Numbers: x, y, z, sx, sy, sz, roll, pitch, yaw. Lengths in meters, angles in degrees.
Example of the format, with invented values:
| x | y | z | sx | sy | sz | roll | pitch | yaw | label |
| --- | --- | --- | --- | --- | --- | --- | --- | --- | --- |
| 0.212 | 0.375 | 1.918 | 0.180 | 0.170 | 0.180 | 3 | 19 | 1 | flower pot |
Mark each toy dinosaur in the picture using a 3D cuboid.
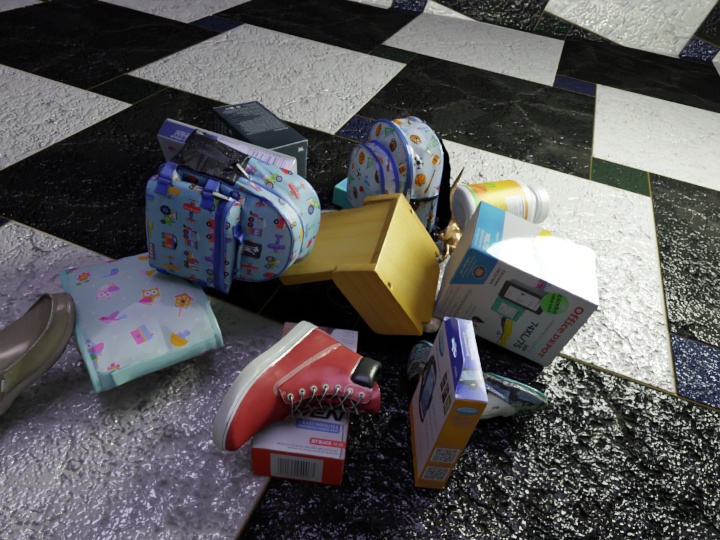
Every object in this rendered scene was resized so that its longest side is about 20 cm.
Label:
| x | y | z | sx | sy | sz | roll | pitch | yaw | label |
| --- | --- | --- | --- | --- | --- | --- | --- | --- | --- |
| 0.164 | -0.081 | 0.987 | 0.105 | 0.060 | 0.202 | -11 | 79 | 14 | toy dinosaur |

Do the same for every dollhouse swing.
| x | y | z | sx | sy | sz | roll | pitch | yaw | label |
| --- | --- | --- | --- | --- | --- | --- | --- | --- | --- |
| 0.000 | 0.000 | 0.820 | 0.175 | 0.182 | 0.201 | -22 | 30 | 30 | dollhouse swing |

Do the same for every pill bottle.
| x | y | z | sx | sy | sz | roll | pitch | yaw | label |
| --- | --- | --- | --- | --- | --- | --- | --- | --- | --- |
| 0.274 | -0.122 | 1.048 | 0.198 | 0.112 | 0.111 | -10 | 43 | -21 | pill bottle |

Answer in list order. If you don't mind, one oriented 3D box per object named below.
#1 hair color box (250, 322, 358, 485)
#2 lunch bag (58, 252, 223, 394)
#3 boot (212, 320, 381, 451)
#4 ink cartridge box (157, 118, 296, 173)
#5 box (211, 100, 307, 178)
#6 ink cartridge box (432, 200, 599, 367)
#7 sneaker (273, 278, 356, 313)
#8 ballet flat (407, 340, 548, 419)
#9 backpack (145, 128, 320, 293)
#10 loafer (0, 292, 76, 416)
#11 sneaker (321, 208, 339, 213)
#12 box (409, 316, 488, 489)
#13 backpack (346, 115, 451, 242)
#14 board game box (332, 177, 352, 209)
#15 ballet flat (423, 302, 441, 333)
| x | y | z | sx | sy | sz | roll | pitch | yaw | label |
| --- | --- | --- | --- | --- | --- | --- | --- | --- | --- |
| -0.066 | 0.165 | 0.683 | 0.110 | 0.064 | 0.201 | 7 | 39 | -1 | hair color box |
| -0.295 | 0.071 | 0.708 | 0.169 | 0.123 | 0.200 | -17 | 41 | -29 | lunch bag |
| -0.059 | 0.150 | 0.601 | 0.143 | 0.073 | 0.200 | 26 | 40 | 19 | boot |
| -0.192 | -0.125 | 0.803 | 0.195 | 0.200 | 0.044 | 17 | 62 | 3 | ink cartridge box |
| -0.204 | -0.227 | 1.055 | 0.106 | 0.149 | 0.200 | -23 | 49 | -32 | box |
| 0.241 | 0.019 | 0.821 | 0.198 | 0.147 | 0.146 | 24 | 39 | 3 | ink cartridge box |
| -0.072 | 0.000 | 0.881 | 0.199 | 0.076 | 0.091 | 27 | 35 | 6 | sneaker |
| 0.156 | 0.168 | 0.730 | 0.198 | 0.075 | 0.074 | 21 | 41 | 17 | ballet flat |
| -0.160 | -0.059 | 0.689 | 0.198 | 0.183 | 0.135 | 20 | 40 | -3 | backpack |
| -0.416 | 0.105 | 0.611 | 0.075 | 0.068 | 0.201 | 28 | 78 | 38 | loafer |
| -0.122 | -0.088 | 0.968 | 0.198 | 0.074 | 0.081 | -10 | 39 | -24 | sneaker |
| 0.101 | 0.152 | 0.619 | 0.041 | 0.201 | 0.120 | 10 | 39 | -7 | box |
| 0.063 | -0.171 | 0.925 | 0.153 | 0.192 | 0.200 | -9 | 37 | -31 | backpack |
| 0.065 | -0.152 | 1.096 | 0.199 | 0.045 | 0.152 | 25 | 43 | 20 | board game box |
| 0.084 | 0.025 | 0.880 | 0.066 | 0.057 | 0.201 | -5 | 42 | -16 | ballet flat |
